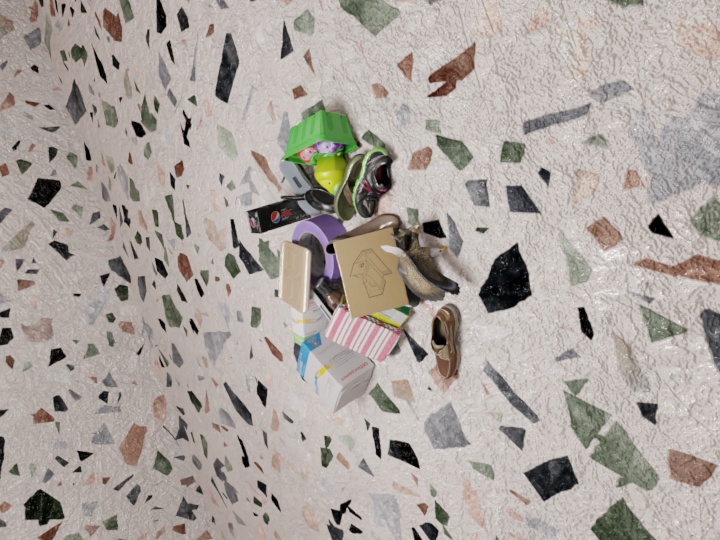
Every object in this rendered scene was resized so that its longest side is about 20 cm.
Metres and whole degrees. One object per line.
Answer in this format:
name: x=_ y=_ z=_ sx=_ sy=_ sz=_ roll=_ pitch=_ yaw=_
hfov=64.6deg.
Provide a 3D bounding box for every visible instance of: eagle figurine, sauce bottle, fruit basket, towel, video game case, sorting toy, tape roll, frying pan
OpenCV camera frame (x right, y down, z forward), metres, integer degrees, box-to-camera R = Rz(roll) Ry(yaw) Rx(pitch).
eagle figurine: x=0.154 y=-0.014 z=1.411 sx=0.148 sy=0.151 sz=0.206 roll=-20 pitch=87 yaw=30
sauce bottle: x=-0.059 y=0.106 z=1.687 sx=0.200 sy=0.065 sz=0.064 roll=47 pitch=143 yaw=-19
fruit basket: x=-0.103 y=-0.309 z=1.571 sx=0.212 sy=0.152 sz=0.224 roll=-1 pitch=88 yaw=50
towel: x=0.005 y=0.177 z=1.609 sx=0.195 sy=0.030 sz=0.148 roll=25 pitch=133 yaw=-4
video game case: x=-0.089 y=0.133 z=1.725 sx=0.202 sy=0.018 sz=0.143 roll=53 pitch=-179 yaw=-4
sorting toy: x=-0.193 y=0.015 z=1.707 sx=0.198 sy=0.035 sz=0.192 roll=18 pitch=107 yaw=59
tape roll: x=-0.118 y=-0.061 z=1.728 sx=0.197 sy=0.084 sz=0.206 roll=23 pitch=123 yaw=40
frying pan: x=-0.137 y=-0.204 z=1.681 sx=0.186 sy=0.032 sz=0.115 roll=-3 pitch=146 yaw=40

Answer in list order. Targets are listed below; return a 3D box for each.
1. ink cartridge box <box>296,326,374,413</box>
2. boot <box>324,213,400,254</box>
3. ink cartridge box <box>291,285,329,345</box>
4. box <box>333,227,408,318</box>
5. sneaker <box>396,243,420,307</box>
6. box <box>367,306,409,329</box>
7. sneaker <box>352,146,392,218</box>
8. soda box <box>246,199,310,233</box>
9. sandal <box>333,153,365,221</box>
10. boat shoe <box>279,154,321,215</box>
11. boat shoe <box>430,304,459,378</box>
ink cartridge box: x=-0.082 y=0.307 z=1.795 sx=0.200 sy=0.145 sz=0.147 roll=43 pitch=138 yaw=26
boot: x=-0.001 y=-0.088 z=1.535 sx=0.198 sy=0.144 sz=0.072 roll=-27 pitch=86 yaw=50
ink cartridge box: x=-0.160 y=0.130 z=1.831 sx=0.066 sy=0.115 sz=0.206 roll=20 pitch=121 yaw=44
box: x=0.028 y=0.007 z=1.475 sx=0.021 sy=0.158 sz=0.207 roll=-131 pitch=28 yaw=-88
sneaker: x=0.102 y=0.004 z=1.514 sx=0.084 sy=0.074 sz=0.202 roll=-39 pitch=84 yaw=35
box: x=0.048 y=0.143 z=1.615 sx=0.115 sy=0.049 sz=0.201 roll=27 pitch=134 yaw=-10
sneaker: x=0.034 y=-0.219 z=1.493 sx=0.083 sy=0.075 sz=0.204 roll=41 pitch=134 yaw=32
soda box: x=-0.248 y=-0.172 z=1.737 sx=0.062 sy=0.197 sz=0.073 roll=6 pitch=112 yaw=45
sandal: x=-0.020 y=-0.217 z=1.550 sx=0.057 sy=0.078 sz=0.205 roll=45 pitch=134 yaw=30
boat shoe: x=-0.175 y=-0.261 z=1.712 sx=0.072 sy=0.069 sz=0.201 roll=-24 pitch=117 yaw=27
boat shoe: x=0.210 y=0.190 z=1.472 sx=0.074 sy=0.071 sz=0.207 roll=14 pitch=117 yaw=44
